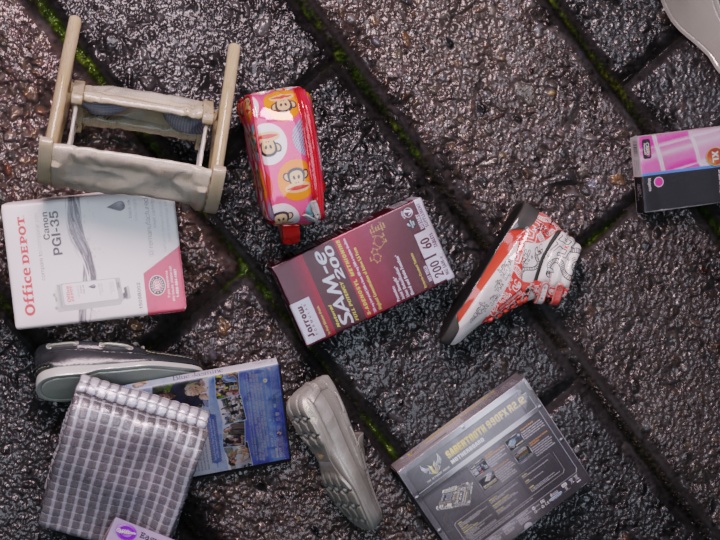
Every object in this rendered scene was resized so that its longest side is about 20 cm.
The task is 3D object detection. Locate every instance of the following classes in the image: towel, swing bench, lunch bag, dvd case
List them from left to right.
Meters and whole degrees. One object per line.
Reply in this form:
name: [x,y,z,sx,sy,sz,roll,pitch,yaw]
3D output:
towel: [-0.274,0.234,1.676,0.164,0.086,0.201,15,117,-10]
swing bench: [-0.246,-0.156,1.624,0.197,0.130,0.202,10,54,-9]
dvd case: [-0.186,0.183,1.729,0.198,0.018,0.144,-10,119,-9]
lunch bag: [-0.089,-0.117,1.661,0.081,0.200,0.178,-9,98,-7]

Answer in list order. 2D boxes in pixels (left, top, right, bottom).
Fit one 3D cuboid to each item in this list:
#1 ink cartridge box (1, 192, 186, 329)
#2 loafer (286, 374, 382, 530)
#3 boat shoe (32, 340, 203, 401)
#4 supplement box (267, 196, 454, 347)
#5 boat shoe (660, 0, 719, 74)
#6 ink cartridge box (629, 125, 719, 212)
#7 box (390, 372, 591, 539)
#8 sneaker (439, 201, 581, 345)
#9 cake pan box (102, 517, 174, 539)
ink cartridge box: [-0.308,-0.015,1.691,0.198,0.083,0.148,-7,95,-9]
loafer: [-0.019,0.221,1.759,0.070,0.070,0.201,-36,112,-33]
boat shoe: [-0.283,0.110,1.711,0.198,0.076,0.061,2,50,-22]
supplement box: [0.000,0.000,1.753,0.199,0.061,0.110,-26,97,-6]
boat shoe: [0.442,-0.311,1.803,0.200,0.074,0.060,51,44,7]
ink cartridge box: [0.439,-0.131,1.829,0.198,0.037,0.096,-8,95,-11]
box: [0.161,0.250,1.799,0.199,0.048,0.159,-36,97,-6]
sneaker: [0.188,0.027,1.781,0.107,0.067,0.202,34,85,-7]
cake pan box: [-0.232,0.398,1.692,0.183,0.052,0.201,22,124,-1]
